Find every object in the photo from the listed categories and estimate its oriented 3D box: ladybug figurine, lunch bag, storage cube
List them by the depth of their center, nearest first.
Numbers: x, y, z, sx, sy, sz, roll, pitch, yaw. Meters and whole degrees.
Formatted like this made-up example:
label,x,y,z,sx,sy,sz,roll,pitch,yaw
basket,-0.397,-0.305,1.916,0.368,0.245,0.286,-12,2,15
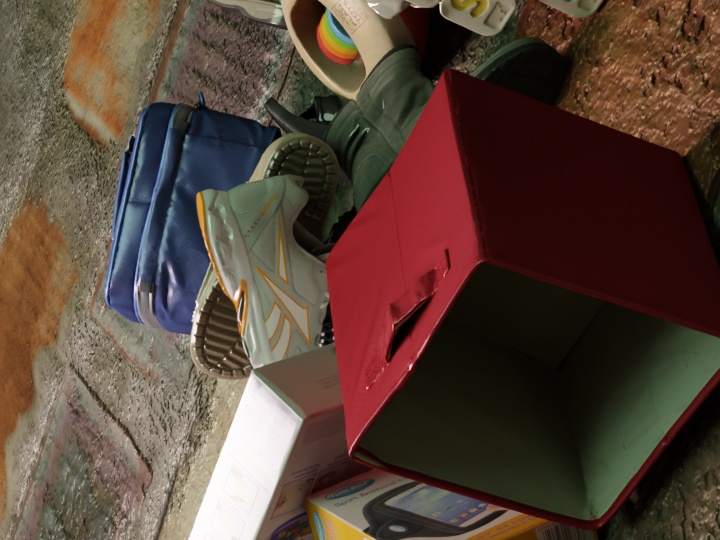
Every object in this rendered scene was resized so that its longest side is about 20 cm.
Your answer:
label,x,y,z,sx,sy,sz,roll,pitch,yaw
storage cube,0.098,0.019,1.305,0.171,0.199,0.180,-58,26,34
ladybug figurine,0.001,-0.196,1.670,0.072,0.136,0.200,-38,2,-15
lunch bag,-0.141,-0.049,1.807,0.136,0.132,0.201,70,-150,-80

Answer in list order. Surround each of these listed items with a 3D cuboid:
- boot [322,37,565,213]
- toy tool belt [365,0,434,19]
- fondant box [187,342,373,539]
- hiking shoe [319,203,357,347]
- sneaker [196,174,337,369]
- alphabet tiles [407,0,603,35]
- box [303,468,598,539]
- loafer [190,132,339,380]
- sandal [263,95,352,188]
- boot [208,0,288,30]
label,x,y,z,sx,sy,sz,roll,pitch,yaw
boot,0.049,-0.122,1.551,0.200,0.068,0.131,-45,44,24
toy tool belt,0.029,-0.278,1.545,0.125,0.123,0.200,94,153,-55
fondant box,-0.038,0.144,1.493,0.058,0.144,0.200,39,124,29
hiking shoe,0.000,0.000,1.647,0.200,0.076,0.101,-16,56,50
sneaker,-0.046,0.025,1.559,0.076,0.092,0.201,-114,5,-71
alphabet tiles,0.096,-0.243,1.421,0.200,0.195,0.015,-55,20,36
box,0.050,0.159,1.401,0.200,0.119,0.042,22,128,60
loafer,-0.069,-0.012,1.618,0.068,0.075,0.200,-101,35,-72
sandal,-0.009,-0.101,1.716,0.048,0.075,0.200,-48,36,-7
boot,-0.076,-0.295,1.911,0.200,0.073,0.151,33,109,58
